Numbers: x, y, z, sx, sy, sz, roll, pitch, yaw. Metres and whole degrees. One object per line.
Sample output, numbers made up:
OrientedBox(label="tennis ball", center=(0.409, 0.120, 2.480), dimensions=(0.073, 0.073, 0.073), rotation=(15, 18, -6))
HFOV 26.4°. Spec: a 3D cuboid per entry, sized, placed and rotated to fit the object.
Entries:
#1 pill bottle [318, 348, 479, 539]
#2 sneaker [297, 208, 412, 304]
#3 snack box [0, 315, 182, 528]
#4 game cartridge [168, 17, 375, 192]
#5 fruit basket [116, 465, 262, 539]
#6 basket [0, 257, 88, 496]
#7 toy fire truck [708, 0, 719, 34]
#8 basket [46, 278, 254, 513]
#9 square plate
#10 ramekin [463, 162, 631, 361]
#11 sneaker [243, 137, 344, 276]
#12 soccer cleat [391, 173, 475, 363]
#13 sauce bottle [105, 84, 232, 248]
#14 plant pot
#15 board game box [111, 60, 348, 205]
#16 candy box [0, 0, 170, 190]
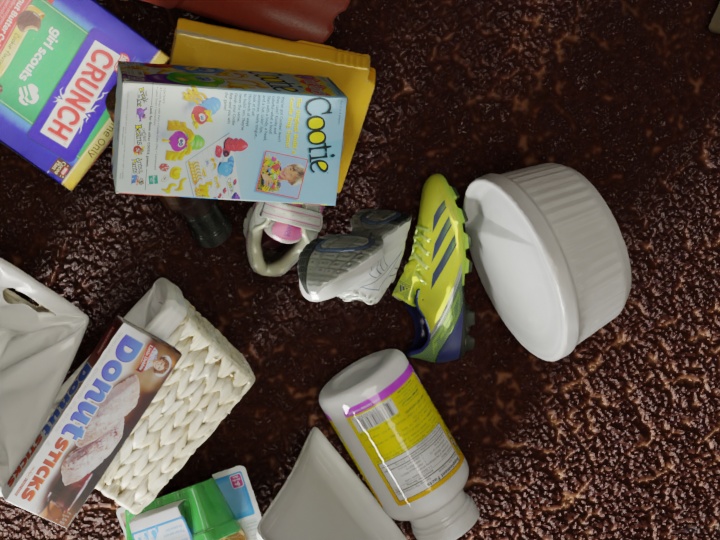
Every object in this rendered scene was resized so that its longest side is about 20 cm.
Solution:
OrientedBox(label="pill bottle", center=(0.046, 0.190, 1.614), dimensions=(0.104, 0.104, 0.200), rotation=(-30, 102, -3))
OrientedBox(label="sneaker", center=(0.000, 0.000, 1.545), dimensions=(0.074, 0.200, 0.087), rotation=(9, 111, 25))
OrientedBox(label="snack box", center=(-0.252, 0.143, 1.442), dimensions=(0.072, 0.024, 0.200), rotation=(33, 92, -32))
OrientedBox(label="game cartridge", center=(-0.097, -0.161, 1.529), dimensions=(0.200, 0.032, 0.176), rotation=(9, 138, -11))
OrientedBox(label="fruit basket", center=(-0.160, 0.317, 1.569), dimensions=(0.185, 0.094, 0.200), rotation=(-22, 78, 33))
OrientedBox(label="basket", center=(-0.379, 0.101, 1.485), dimensions=(0.136, 0.123, 0.200), rotation=(37, 64, -34))
OrientedBox(label="toy fire truck", center=(0.416, -0.345, 1.564), dimensions=(0.129, 0.176, 0.200), rotation=(-19, 115, -6))
OrientedBox(label="basket", center=(-0.215, 0.127, 1.546), dimensions=(0.123, 0.136, 0.200), rotation=(42, 90, -16))
OrientedBox(label="square plate", center=(-0.023, 0.288, 1.587), dimensions=(0.028, 0.200, 0.198), rotation=(-32, 103, 27))
OrientedBox(label="ramekin", center=(0.193, -0.017, 1.565), dimensions=(0.094, 0.202, 0.203), rotation=(-24, 101, -15))
OrientedBox(label="sneaker", center=(-0.065, -0.072, 1.529), dimensions=(0.081, 0.088, 0.200), rotation=(10, 126, -10))
OrientedBox(label="soccer cleat", center=(0.073, 0.000, 1.611), dimensions=(0.084, 0.065, 0.200), rotation=(-5, 99, -5))
OrientedBox(label="sauce bottle", center=(-0.183, -0.105, 1.522), dimensions=(0.066, 0.066, 0.200), rotation=(-31, 134, -3))
OrientedBox(label="plant pot", center=(-0.106, -0.316, 1.483), dimensions=(0.195, 0.201, 0.201), rotation=(22, 95, -19))
OrientedBox(label="board game box", center=(-0.123, -0.126, 1.406), dimensions=(0.200, 0.103, 0.105), rotation=(3, 107, -12))
OrientedBox(label="candy box", center=(-0.317, -0.202, 1.517), dimensions=(0.200, 0.077, 0.169), rotation=(36, 91, -13))
